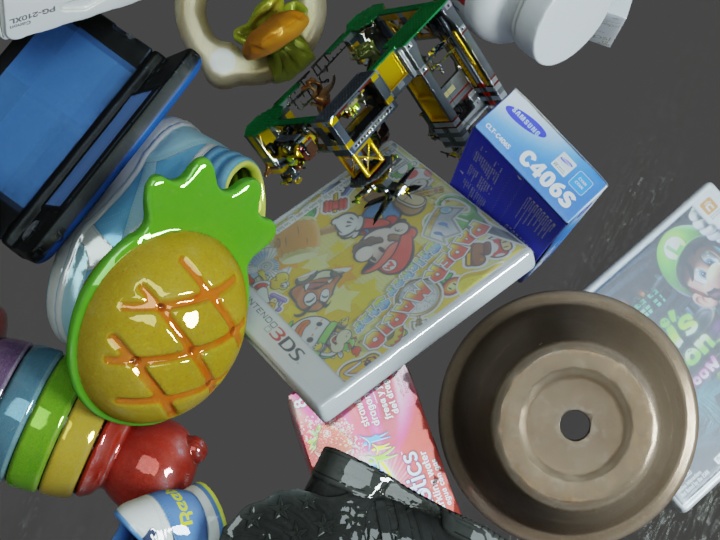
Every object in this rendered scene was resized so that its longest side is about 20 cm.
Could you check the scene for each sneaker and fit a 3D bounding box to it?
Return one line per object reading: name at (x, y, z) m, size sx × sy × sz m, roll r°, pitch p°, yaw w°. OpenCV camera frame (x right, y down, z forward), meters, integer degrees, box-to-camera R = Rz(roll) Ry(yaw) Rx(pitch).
sneaker at (0.010, 0.196, 0.942) m, size 0.199 × 0.060 × 0.105 m, roll 27°, pitch 79°, yaw 10°
sneaker at (-0.148, -0.018, 1.044) m, size 0.130 × 0.080 × 0.201 m, roll 22°, pitch 78°, yaw 33°
sneaker at (-0.163, 0.245, 0.987) m, size 0.074 × 0.082 × 0.201 m, roll 28°, pitch 108°, yaw 44°

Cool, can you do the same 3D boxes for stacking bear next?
stacking bear at (-0.216, 0.121, 1.025) m, size 0.199 × 0.114 × 0.122 m, roll 24°, pitch 91°, yaw -5°

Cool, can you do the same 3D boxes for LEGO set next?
LEGO set at (0.019, -0.115, 1.069) m, size 0.116 × 0.153 × 0.200 m, roll 54°, pitch 55°, yaw -25°

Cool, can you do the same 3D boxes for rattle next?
rattle at (-0.101, -0.254, 1.088) m, size 0.129 × 0.143 × 0.201 m, roll -9°, pitch 85°, yaw 15°

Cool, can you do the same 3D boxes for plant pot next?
plant pot at (0.153, 0.110, 0.988) m, size 0.199 × 0.175 × 0.202 m, roll 0°, pitch 87°, yaw 5°

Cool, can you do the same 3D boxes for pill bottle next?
pill bottle at (0.097, -0.249, 1.062) m, size 0.112 × 0.112 × 0.200 m, roll -40°, pitch 62°, yaw -9°

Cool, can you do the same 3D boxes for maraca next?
maraca at (-0.133, 0.019, 0.973) m, size 0.107 × 0.137 × 0.201 m, roll 30°, pitch 97°, yaw 47°

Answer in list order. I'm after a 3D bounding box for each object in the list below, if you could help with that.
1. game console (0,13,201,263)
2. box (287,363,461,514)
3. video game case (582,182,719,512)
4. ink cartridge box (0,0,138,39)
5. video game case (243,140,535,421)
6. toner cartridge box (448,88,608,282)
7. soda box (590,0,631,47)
game console at (-0.240, -0.119, 1.064) m, size 0.118 × 0.171 × 0.200 m, roll 39°, pitch 80°, yaw -18°
box at (0.019, 0.174, 1.024) m, size 0.095 × 0.100 × 0.201 m, roll -19°, pitch 81°, yaw -6°
video game case at (0.267, 0.059, 1.094) m, size 0.200 × 0.023 × 0.182 m, roll -40°, pitch 82°, yaw -8°
ink cartridge box at (-0.257, -0.300, 1.083) m, size 0.144 × 0.084 × 0.201 m, roll -22°, pitch 70°, yaw -22°
video game case at (0.000, 0.000, 1.038) m, size 0.200 × 0.023 × 0.182 m, roll -35°, pitch 48°, yaw -15°
toner cartridge box at (0.118, -0.057, 1.021) m, size 0.043 × 0.200 × 0.095 m, roll -43°, pitch 84°, yaw -10°
soda box at (0.213, -0.294, 1.137) m, size 0.063 × 0.068 × 0.201 m, roll 18°, pitch 79°, yaw 2°
